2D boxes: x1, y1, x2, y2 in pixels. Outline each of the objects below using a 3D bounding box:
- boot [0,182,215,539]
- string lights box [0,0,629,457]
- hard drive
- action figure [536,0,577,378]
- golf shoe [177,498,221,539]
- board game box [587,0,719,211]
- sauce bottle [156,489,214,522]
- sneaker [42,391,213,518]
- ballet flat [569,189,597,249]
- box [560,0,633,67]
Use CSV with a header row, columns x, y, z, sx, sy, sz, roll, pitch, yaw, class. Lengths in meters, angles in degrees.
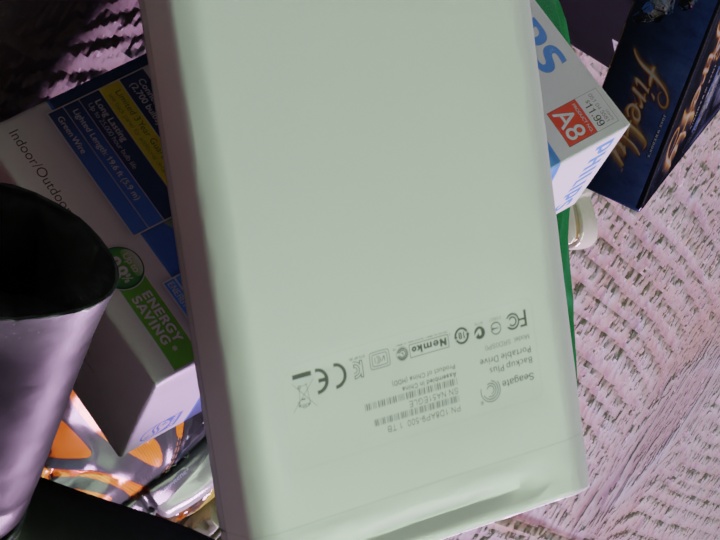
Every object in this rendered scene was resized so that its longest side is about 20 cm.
x,y,z,sx,sy,sz,roll,pitch,yaw,class
-0.097,0.050,0.870,0.200,0.164,0.066,108,-16,-48,boot
-0.022,-0.033,0.965,0.200,0.103,0.059,-29,164,-28,string lights box
0.003,-0.013,0.905,0.132,0.027,0.201,-15,103,-33,hard drive
0.056,-0.033,1.073,0.118,0.054,0.201,63,29,-70,action figure
-0.079,0.144,1.220,0.200,0.078,0.097,-49,-158,27,golf shoe
0.151,-0.138,1.178,0.136,0.035,0.200,-47,159,-55,board game box
-0.038,0.032,1.171,0.200,0.066,0.066,-40,153,-46,sauce bottle
-0.132,0.070,0.999,0.200,0.077,0.112,-45,142,-22,sneaker
0.073,-0.011,1.374,0.067,0.070,0.201,-18,135,-62,ballet flat
0.145,-0.181,1.292,0.141,0.079,0.200,-52,160,-11,box
